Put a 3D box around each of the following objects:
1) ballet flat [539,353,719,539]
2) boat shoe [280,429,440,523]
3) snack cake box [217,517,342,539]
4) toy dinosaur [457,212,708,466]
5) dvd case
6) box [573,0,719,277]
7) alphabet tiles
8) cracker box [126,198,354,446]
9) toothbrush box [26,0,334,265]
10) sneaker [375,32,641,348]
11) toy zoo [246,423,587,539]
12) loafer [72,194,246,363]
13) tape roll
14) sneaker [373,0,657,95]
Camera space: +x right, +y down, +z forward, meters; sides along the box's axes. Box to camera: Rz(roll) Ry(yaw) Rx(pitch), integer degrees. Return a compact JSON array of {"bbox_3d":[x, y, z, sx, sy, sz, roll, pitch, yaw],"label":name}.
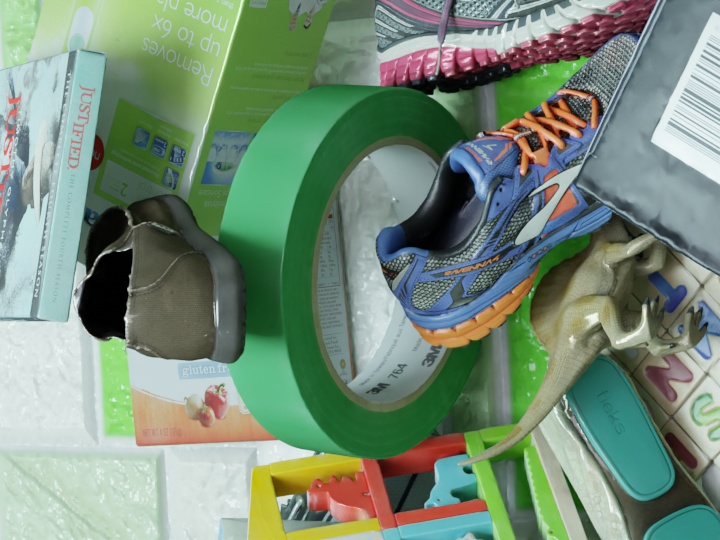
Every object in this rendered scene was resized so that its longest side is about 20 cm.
[{"bbox_3d":[0.155,0.136,1.417,0.201,0.067,0.062,65,154,16],"label":"ballet flat"},{"bbox_3d":[-0.016,0.158,1.543,0.071,0.072,0.201,48,115,41],"label":"boat shoe"},{"bbox_3d":[-0.032,0.243,1.494,0.067,0.114,0.201,-106,20,-63],"label":"snack cake box"},{"bbox_3d":[0.127,0.027,1.400,0.101,0.058,0.201,-1,60,40],"label":"toy dinosaur"},{"bbox_3d":[-0.193,-0.043,1.464,0.200,0.022,0.147,0,81,63],"label":"dvd case"},{"bbox_3d":[0.216,-0.079,1.264,0.104,0.199,0.149,34,107,28],"label":"box"},{"bbox_3d":[0.195,0.020,1.409,0.167,0.008,0.200,48,118,23],"label":"alphabet tiles"},{"bbox_3d":[-0.078,0.002,1.574,0.133,0.058,0.202,-6,89,36],"label":"cracker box"},{"bbox_3d":[-0.114,-0.100,1.508,0.145,0.086,0.201,28,108,33],"label":"toothbrush box"},{"bbox_3d":[0.087,-0.048,1.388,0.200,0.078,0.075,-49,41,2],"label":"sneaker"},{"bbox_3d":[0.018,0.145,1.419,0.132,0.198,0.021,-106,10,-50],"label":"toy zoo"},{"bbox_3d":[-0.117,0.001,1.371,0.200,0.070,0.074,-159,69,-69],"label":"loafer"},{"bbox_3d":[0.000,0.000,1.429,0.048,0.200,0.202,5,97,36],"label":"tape roll"},{"bbox_3d":[0.085,-0.148,1.432,0.199,0.080,0.075,-11,85,36],"label":"sneaker"}]
